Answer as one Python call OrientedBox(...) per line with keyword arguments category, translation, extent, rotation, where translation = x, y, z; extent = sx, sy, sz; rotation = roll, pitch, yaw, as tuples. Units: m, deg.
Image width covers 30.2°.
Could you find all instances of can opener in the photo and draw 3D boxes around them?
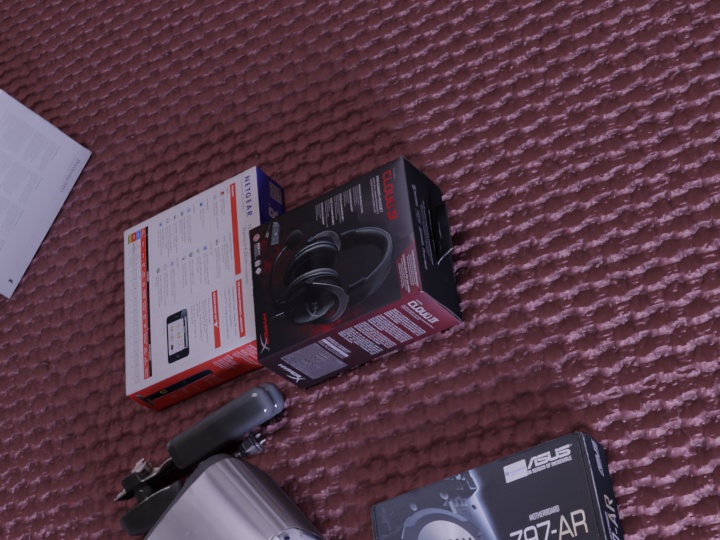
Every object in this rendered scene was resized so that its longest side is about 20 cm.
OrientedBox(category="can opener", translation=(-0.153, 0.177, 1.272), extent=(0.200, 0.053, 0.067), rotation=(-38, 84, 16))

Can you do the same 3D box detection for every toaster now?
OrientedBox(category="toaster", translation=(-0.109, 0.255, 1.148), extent=(0.129, 0.114, 0.200), rotation=(37, 88, 38))

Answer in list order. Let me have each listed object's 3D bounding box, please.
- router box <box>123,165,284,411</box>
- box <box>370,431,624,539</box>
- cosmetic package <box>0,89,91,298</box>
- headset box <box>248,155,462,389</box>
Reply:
OrientedBox(category="router box", translation=(-0.157, 0.019, 1.352), extent=(0.179, 0.049, 0.201), rotation=(-23, 54, 24))
OrientedBox(category="box", translation=(0.110, 0.234, 1.043), extent=(0.199, 0.043, 0.161), rotation=(-23, 55, 25))
OrientedBox(category="cosmetic package", translation=(-0.419, -0.090, 1.535), extent=(0.051, 0.151, 0.201), rotation=(20, 78, 43))
OrientedBox(category="headset box", translation=(0.000, 0.000, 1.230), extent=(0.199, 0.077, 0.150), rotation=(-24, 54, 26))
